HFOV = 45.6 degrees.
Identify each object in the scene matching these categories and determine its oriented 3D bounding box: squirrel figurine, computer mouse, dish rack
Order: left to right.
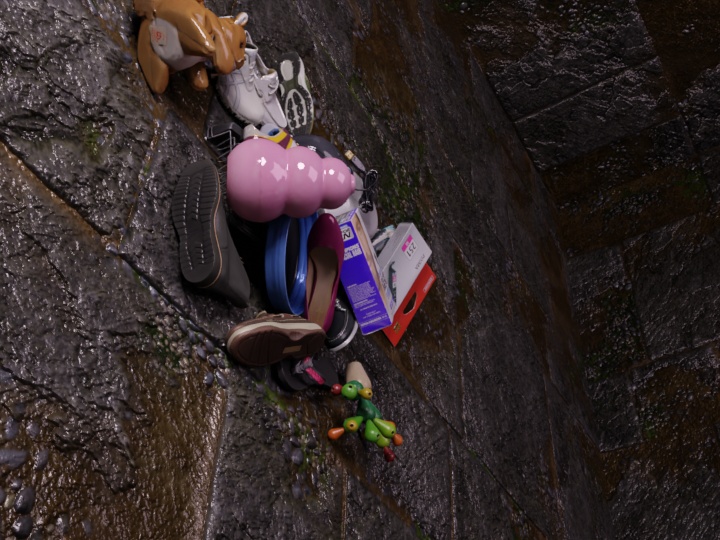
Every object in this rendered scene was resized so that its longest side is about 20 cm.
[{"bbox_3d":[-0.260,-0.388,1.345,0.202,0.141,0.186,59,35,2],"label":"squirrel figurine"},{"bbox_3d":[-0.187,-0.137,1.430,0.153,0.054,0.204,33,44,-52],"label":"dish rack"},{"bbox_3d":[-0.036,-0.207,1.602,0.199,0.046,0.141,39,31,-14],"label":"computer mouse"}]

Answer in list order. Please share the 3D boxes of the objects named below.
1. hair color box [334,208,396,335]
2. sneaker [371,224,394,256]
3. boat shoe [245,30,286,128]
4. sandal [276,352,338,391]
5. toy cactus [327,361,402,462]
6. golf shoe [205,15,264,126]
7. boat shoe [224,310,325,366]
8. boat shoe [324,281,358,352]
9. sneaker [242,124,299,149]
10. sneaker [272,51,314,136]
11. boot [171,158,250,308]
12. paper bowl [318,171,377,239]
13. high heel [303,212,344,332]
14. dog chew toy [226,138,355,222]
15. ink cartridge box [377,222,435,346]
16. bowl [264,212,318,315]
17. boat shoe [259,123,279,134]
[{"bbox_3d":[0.000,0.000,1.543,0.109,0.064,0.203,-66,134,-74],"label":"hair color box"},{"bbox_3d":[0.042,-0.041,1.825,0.088,0.076,0.200,70,23,-6],"label":"sneaker"},{"bbox_3d":[-0.183,-0.346,1.584,0.202,0.068,0.071,58,24,-26],"label":"boat shoe"},{"bbox_3d":[-0.079,0.161,1.430,0.199,0.044,0.077,17,56,-62],"label":"sandal"},{"bbox_3d":[-0.001,0.239,1.502,0.200,0.101,0.167,46,19,-42],"label":"toy cactus"},{"bbox_3d":[-0.210,-0.346,1.493,0.201,0.096,0.079,56,25,-31],"label":"golf shoe"},{"bbox_3d":[-0.144,0.100,1.331,0.075,0.076,0.201,38,17,32],"label":"boat shoe"},{"bbox_3d":[-0.046,0.069,1.553,0.061,0.075,0.201,57,14,-26],"label":"boat shoe"},{"bbox_3d":[-0.118,-0.194,1.445,0.199,0.074,0.092,6,70,-56],"label":"sneaker"},{"bbox_3d":[-0.120,-0.338,1.725,0.089,0.076,0.204,42,37,-61],"label":"sneaker"},{"bbox_3d":[-0.217,-0.050,1.289,0.138,0.076,0.204,46,38,-59],"label":"boot"},{"bbox_3d":[-0.038,-0.116,1.676,0.201,0.103,0.203,47,30,-39],"label":"paper bowl"},{"bbox_3d":[-0.061,0.012,1.413,0.097,0.066,0.204,-88,180,-63],"label":"high heel"},{"bbox_3d":[-0.106,-0.135,1.308,0.124,0.196,0.127,-179,-90,-80],"label":"dog chew toy"},{"bbox_3d":[0.089,0.032,1.796,0.174,0.043,0.201,52,59,-33],"label":"ink cartridge box"},{"bbox_3d":[-0.113,-0.029,1.424,0.200,0.039,0.205,5,90,-78],"label":"bowl"},{"bbox_3d":[-0.133,-0.169,1.560,0.067,0.071,0.203,16,50,-60],"label":"boat shoe"}]
